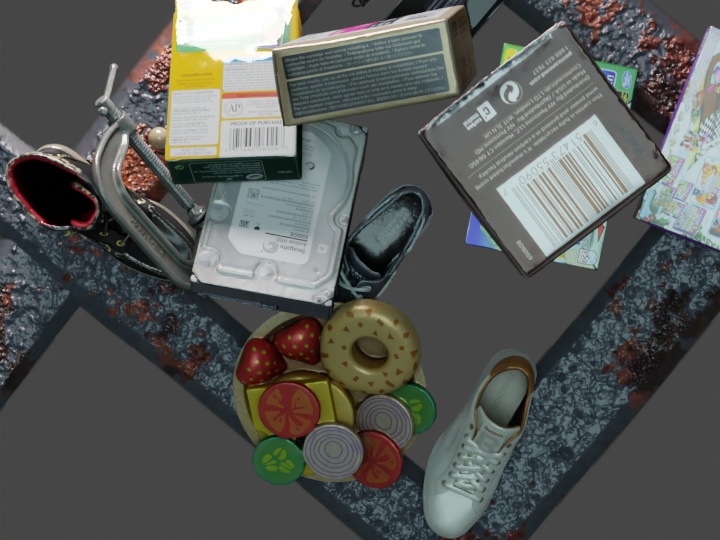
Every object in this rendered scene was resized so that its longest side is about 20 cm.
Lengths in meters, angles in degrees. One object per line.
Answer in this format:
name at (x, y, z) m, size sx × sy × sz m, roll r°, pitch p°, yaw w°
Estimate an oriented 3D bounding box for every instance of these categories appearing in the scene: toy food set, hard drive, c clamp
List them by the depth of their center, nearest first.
c clamp at (-0.196, -0.083, 1.721) m, size 0.027 × 0.171 × 0.200 m, roll -24°, pitch 117°, yaw 24°
hard drive at (-0.077, -0.059, 1.727) m, size 0.139 × 0.038 × 0.201 m, roll 11°, pitch 65°, yaw 3°
toy food set at (-0.027, 0.124, 1.747) m, size 0.199 × 0.049 × 0.199 m, roll -8°, pitch 110°, yaw 10°

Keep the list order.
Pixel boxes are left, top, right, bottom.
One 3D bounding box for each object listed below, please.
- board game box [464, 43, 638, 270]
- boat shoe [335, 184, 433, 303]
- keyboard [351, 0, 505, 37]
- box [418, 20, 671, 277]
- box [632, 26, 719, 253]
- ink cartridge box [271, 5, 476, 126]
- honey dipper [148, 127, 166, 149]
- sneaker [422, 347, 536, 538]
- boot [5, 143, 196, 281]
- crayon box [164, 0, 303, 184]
board game box at (0.186, -0.111, 1.758) m, size 0.134 × 0.029 × 0.201 m, roll 11°, pitch 93°, yaw 3°
boat shoe at (0.000, 0.000, 1.754) m, size 0.072 × 0.068 × 0.200 m, roll 41°, pitch 95°, yaw 1°
keyboard at (0.068, -0.275, 1.750) m, size 0.127 × 0.021 × 0.200 m, roll 42°, pitch 102°, yaw -4°
box at (0.165, -0.108, 1.644) m, size 0.166 × 0.200 × 0.164 m, roll -37°, pitch 90°, yaw 4°
box at (0.364, -0.119, 1.740) m, size 0.136 × 0.039 × 0.201 m, roll 22°, pitch 93°, yaw 3°
ink cartridge box at (0.017, -0.191, 1.660) m, size 0.164 × 0.200 × 0.075 m, roll -9°, pitch 100°, yaw 9°
honey dipper at (-0.123, -0.088, 1.779) m, size 0.200 × 0.038 × 0.038 m, roll 31°, pitch 94°, yaw 6°
sneaker at (0.112, 0.171, 1.747) m, size 0.073 × 0.085 × 0.201 m, roll 22°, pitch 95°, yaw 1°
boot at (-0.250, -0.054, 1.727) m, size 0.200 × 0.151 × 0.073 m, roll 38°, pitch 94°, yaw 1°
crayon box at (-0.119, -0.183, 1.736) m, size 0.125 × 0.052 × 0.201 m, roll -2°, pitch 64°, yaw 4°
